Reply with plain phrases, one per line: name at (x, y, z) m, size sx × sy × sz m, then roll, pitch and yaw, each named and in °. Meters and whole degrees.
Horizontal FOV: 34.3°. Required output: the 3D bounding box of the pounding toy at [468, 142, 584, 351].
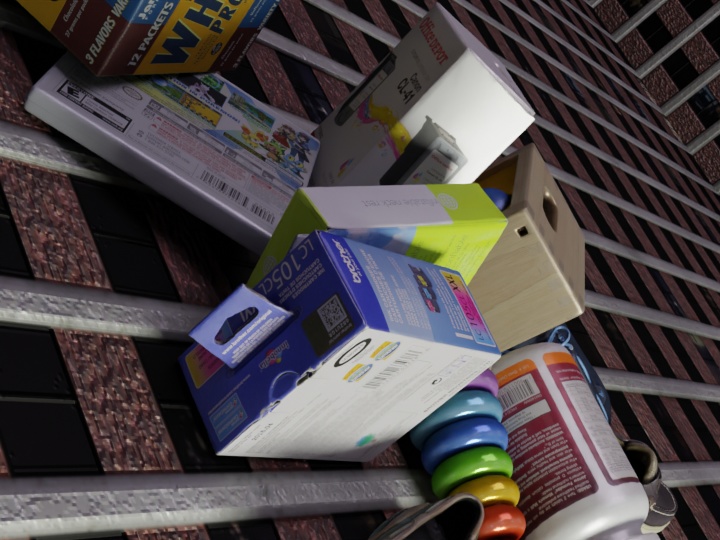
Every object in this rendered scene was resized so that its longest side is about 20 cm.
pounding toy at (0.081, -0.027, 1.006) m, size 0.143 × 0.182 × 0.201 m, roll 57°, pitch 22°, yaw -16°

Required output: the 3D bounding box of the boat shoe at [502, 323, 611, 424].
boat shoe at (0.186, 0.084, 1.124) m, size 0.199 × 0.084 × 0.069 m, roll 40°, pitch 14°, yaw -19°

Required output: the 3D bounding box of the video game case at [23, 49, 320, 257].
video game case at (-0.127, -0.105, 0.854) m, size 0.198 × 0.022 × 0.183 m, roll 32°, pitch 28°, yaw -11°

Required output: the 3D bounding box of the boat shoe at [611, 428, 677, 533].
boat shoe at (0.259, 0.197, 1.123) m, size 0.199 × 0.065 × 0.073 m, roll 34°, pitch 28°, yaw -37°

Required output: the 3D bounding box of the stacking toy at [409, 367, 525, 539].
stacking toy at (0.087, 0.155, 0.862) m, size 0.085 × 0.085 × 0.202 m, roll 22°, pitch 41°, yaw -48°

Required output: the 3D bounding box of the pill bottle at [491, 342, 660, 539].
pill bottle at (0.162, 0.169, 0.934) m, size 0.109 × 0.109 × 0.202 m, roll 16°, pitch 42°, yaw -52°

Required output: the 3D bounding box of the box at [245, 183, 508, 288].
box at (0.000, 0.000, 0.814) m, size 0.198 × 0.123 × 0.048 m, roll -4°, pitch 47°, yaw -42°

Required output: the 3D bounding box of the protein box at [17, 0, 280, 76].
protein box at (-0.171, -0.260, 0.856) m, size 0.198 × 0.136 × 0.200 m, roll 42°, pitch 23°, yaw 10°

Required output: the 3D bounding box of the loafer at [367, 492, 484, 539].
loafer at (0.026, 0.189, 0.717) m, size 0.072 × 0.063 × 0.200 m, roll 51°, pitch 24°, yaw 1°

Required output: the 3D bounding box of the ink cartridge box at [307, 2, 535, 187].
ink cartridge box at (0.031, -0.102, 0.943) m, size 0.085 × 0.200 × 0.148 m, roll 38°, pitch 16°, yaw -22°

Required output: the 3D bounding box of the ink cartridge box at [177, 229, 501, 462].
ink cartridge box at (-0.018, 0.053, 0.737) m, size 0.199 × 0.136 × 0.077 m, roll 13°, pitch 42°, yaw -55°
